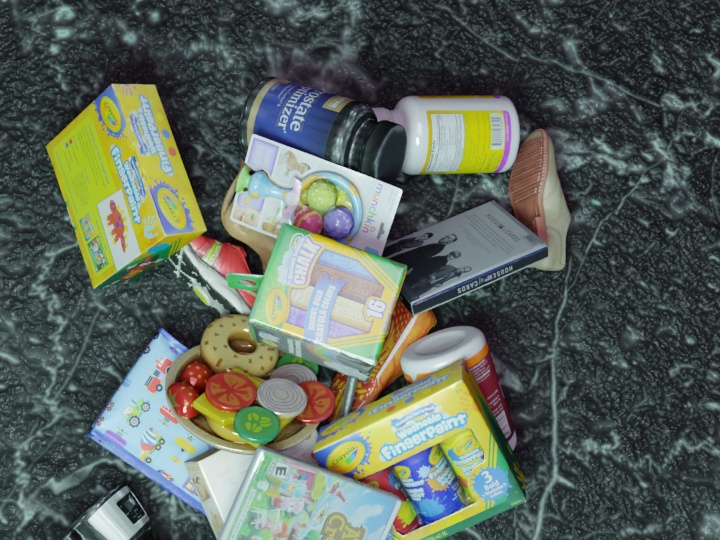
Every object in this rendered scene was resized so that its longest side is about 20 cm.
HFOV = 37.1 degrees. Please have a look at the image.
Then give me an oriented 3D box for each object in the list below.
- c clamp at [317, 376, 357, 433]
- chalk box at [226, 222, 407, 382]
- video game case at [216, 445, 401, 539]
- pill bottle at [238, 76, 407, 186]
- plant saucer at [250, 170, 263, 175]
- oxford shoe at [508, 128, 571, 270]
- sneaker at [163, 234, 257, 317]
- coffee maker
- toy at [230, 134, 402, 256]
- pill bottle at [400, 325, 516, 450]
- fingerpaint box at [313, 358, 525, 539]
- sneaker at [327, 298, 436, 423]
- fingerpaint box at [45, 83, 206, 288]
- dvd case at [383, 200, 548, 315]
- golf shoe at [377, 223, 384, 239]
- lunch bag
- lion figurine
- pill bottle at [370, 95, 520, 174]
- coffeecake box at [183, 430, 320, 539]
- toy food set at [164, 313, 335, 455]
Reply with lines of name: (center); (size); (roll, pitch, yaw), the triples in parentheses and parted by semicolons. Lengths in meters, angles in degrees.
c clamp: (-0.036, 0.158, 1.348); (0.168, 0.027, 0.204); (13, 105, 24)
chalk box: (-0.060, 0.032, 1.257); (0.197, 0.125, 0.125); (20, 75, 1)
video game case: (-0.072, 0.317, 1.202); (0.180, 0.022, 0.203); (23, 95, -17)
pill bottle: (-0.046, -0.169, 1.361); (0.197, 0.112, 0.113); (19, 73, 23)
plant saucer: (-0.058, -0.096, 1.448); (0.197, 0.032, 0.204); (1, 76, -6)
oxford shoe: (0.253, -0.095, 1.486); (0.073, 0.070, 0.204); (14, 73, -31)
sneaker: (-0.193, -0.013, 1.401); (0.200, 0.077, 0.085); (48, 56, 0)
coffee maker: (-0.280, 0.383, 1.252); (0.200, 0.135, 0.192); (43, 76, 4)
toy: (-0.061, -0.075, 1.302); (0.197, 0.047, 0.117); (22, 111, 9)
pill bottle: (0.130, 0.182, 1.348); (0.112, 0.113, 0.203); (-22, 104, -13)
fingerpaint box: (0.071, 0.227, 1.261); (0.198, 0.073, 0.169); (-26, 102, 13)
sneaker: (0.031, 0.126, 1.390); (0.201, 0.077, 0.073); (-51, 44, -1)
fingerpaint box: (-0.296, -0.105, 1.347); (0.073, 0.166, 0.203); (-10, 74, -50)
dvd case: (0.126, -0.021, 1.411); (0.197, 0.150, 0.025); (-22, 123, -12)
golf shoe: (0.000, 0.000, 1.371); (0.076, 0.088, 0.203); (9, 102, -23)
lunch bag: (-0.215, 0.196, 1.337); (0.199, 0.094, 0.152); (36, 72, -8)
lion figurine: (-0.121, -0.045, 1.384); (0.199, 0.073, 0.123); (41, 87, 18)
pill bottle: (0.107, -0.183, 1.445); (0.197, 0.104, 0.106); (-2, 77, -16)
coffeecake box: (-0.100, 0.290, 1.301); (0.152, 0.073, 0.203); (-24, 90, -26)
toy food set: (-0.131, 0.140, 1.268); (0.196, 0.049, 0.200); (28, 36, 18)
